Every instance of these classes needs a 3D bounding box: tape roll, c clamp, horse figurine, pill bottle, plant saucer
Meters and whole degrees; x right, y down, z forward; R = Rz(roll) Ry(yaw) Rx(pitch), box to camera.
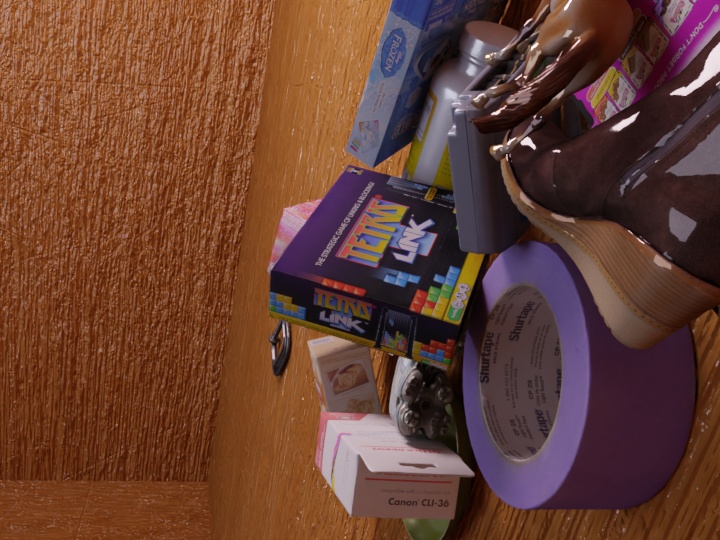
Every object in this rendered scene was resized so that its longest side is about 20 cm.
[{"bbox_3d":[0.157,0.080,0.602,0.200,0.085,0.201,-176,90,-74],"label":"tape roll"},{"bbox_3d":[-0.195,0.158,1.920,0.200,0.027,0.171,115,149,-47],"label":"c clamp"},{"bbox_3d":[0.124,-0.150,0.484,0.133,0.050,0.200,-41,20,44],"label":"horse figurine"},{"bbox_3d":[0.110,-0.142,0.793,0.104,0.104,0.200,-105,26,-50],"label":"pill bottle"},{"bbox_3d":[0.085,0.216,0.906,0.200,0.031,0.201,-176,90,-73],"label":"plant saucer"}]

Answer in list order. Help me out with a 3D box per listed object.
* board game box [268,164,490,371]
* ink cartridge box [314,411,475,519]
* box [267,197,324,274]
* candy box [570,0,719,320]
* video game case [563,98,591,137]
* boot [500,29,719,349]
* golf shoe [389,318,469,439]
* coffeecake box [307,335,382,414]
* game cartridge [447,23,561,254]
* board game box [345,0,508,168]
[{"bbox_3d":[0.030,-0.013,0.715,0.200,0.165,0.057,-61,-16,-51],"label":"board game box"},{"bbox_3d":[0.030,0.210,0.834,0.200,0.116,0.068,-162,78,-74],"label":"ink cartridge box"},{"bbox_3d":[0.000,0.000,0.929,0.200,0.103,0.095,32,121,26],"label":"box"},{"bbox_3d":[0.213,-0.091,0.447,0.137,0.061,0.200,113,148,-47],"label":"candy box"},{"bbox_3d":[0.209,-0.185,0.605,0.182,0.022,0.201,136,136,-67],"label":"video game case"},{"bbox_3d":[0.165,-0.074,0.433,0.167,0.072,0.200,-60,33,33],"label":"boot"},{"bbox_3d":[0.071,0.080,0.856,0.200,0.078,0.097,-70,17,-6],"label":"golf shoe"},{"bbox_3d":[-0.013,0.195,1.055,0.154,0.073,0.201,-163,61,-81],"label":"coffeecake box"},{"bbox_3d":[0.124,-0.104,0.628,0.200,0.040,0.134,-51,-38,-46],"label":"game cartridge"},{"bbox_3d":[0.080,-0.228,0.815,0.200,0.043,0.199,-40,-20,-42],"label":"board game box"}]
